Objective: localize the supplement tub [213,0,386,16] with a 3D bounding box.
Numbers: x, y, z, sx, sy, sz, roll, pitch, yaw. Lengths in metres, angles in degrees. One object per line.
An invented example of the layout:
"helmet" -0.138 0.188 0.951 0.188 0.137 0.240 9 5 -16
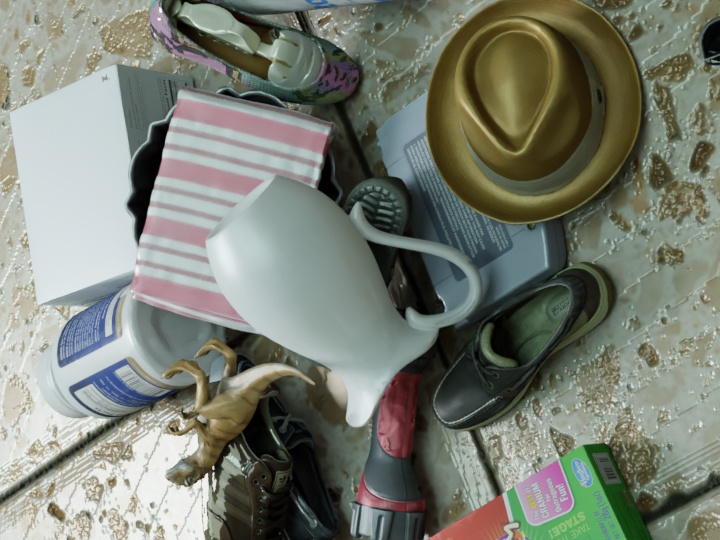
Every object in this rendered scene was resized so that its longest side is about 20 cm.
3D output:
"supplement tub" -0.040 -0.299 1.647 0.199 0.132 0.133 -1 87 39

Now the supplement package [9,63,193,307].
"supplement package" -0.240 -0.078 1.801 0.155 0.111 0.201 -18 76 35

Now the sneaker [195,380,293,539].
"sneaker" -0.095 0.194 1.623 0.075 0.070 0.201 -10 92 36

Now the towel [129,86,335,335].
"towel" -0.114 -0.053 1.639 0.146 0.030 0.201 15 94 6

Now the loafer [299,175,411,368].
"loafer" 0.000 0.000 1.619 0.075 0.070 0.200 31 120 6

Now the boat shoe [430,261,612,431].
"boat shoe" 0.122 0.063 1.542 0.201 0.066 0.072 -43 65 28

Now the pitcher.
"pitcher" -0.014 0.003 1.530 0.172 0.121 0.200 -43 100 4

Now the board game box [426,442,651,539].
"board game box" 0.150 0.256 1.526 0.200 0.040 0.153 -36 67 30

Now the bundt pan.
"bundt pan" -0.110 -0.067 1.687 0.201 0.076 0.203 1 96 7

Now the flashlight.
"flashlight" 0.035 0.136 1.607 0.067 0.068 0.201 8 92 18

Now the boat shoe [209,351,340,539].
"boat shoe" -0.074 0.160 1.685 0.068 0.072 0.201 -32 72 34

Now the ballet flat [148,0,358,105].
"ballet flat" -0.097 -0.202 1.659 0.199 0.071 0.069 20 80 -1

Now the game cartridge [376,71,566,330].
"game cartridge" 0.098 -0.067 1.589 0.133 0.041 0.201 -31 69 28

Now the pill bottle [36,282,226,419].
"pill bottle" -0.227 0.079 1.772 0.200 0.111 0.111 -25 72 47

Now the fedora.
"fedora" 0.132 -0.141 1.507 0.200 0.082 0.201 -5 76 20

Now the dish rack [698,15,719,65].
"dish rack" 0.349 -0.111 1.386 0.153 0.054 0.201 -17 77 36

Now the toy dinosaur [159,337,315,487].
"toy dinosaur" -0.107 0.106 1.573 0.106 0.060 0.200 50 126 13
